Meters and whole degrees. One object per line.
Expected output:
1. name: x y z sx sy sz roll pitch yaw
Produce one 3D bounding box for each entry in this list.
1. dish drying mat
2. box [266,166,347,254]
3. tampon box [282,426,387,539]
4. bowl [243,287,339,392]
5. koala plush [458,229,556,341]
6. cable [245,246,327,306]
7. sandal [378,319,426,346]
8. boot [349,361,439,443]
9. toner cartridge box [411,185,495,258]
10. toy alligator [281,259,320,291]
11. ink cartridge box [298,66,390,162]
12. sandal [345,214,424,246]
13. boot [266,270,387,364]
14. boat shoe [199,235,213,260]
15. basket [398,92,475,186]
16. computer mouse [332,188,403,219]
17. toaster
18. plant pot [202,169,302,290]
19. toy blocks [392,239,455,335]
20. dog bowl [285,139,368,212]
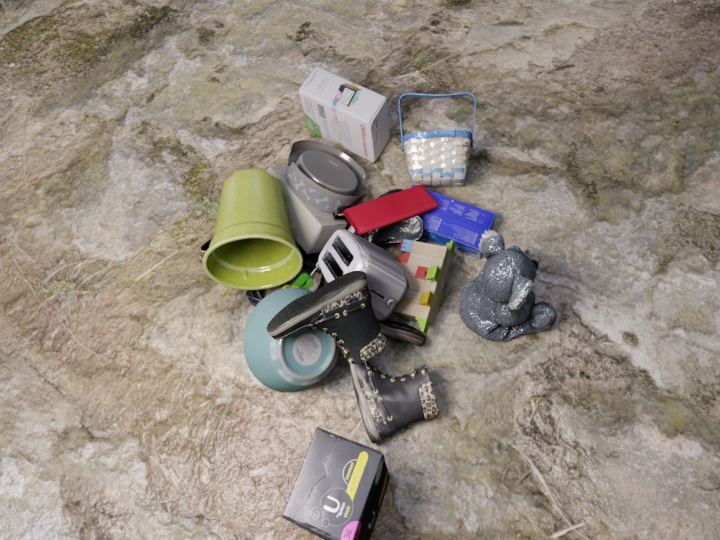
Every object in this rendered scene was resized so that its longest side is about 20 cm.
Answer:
1. dish drying mat: 0.065 -0.129 1.352 0.196 0.019 0.077 -20 50 -23
2. box: -0.129 -0.135 1.403 0.094 0.079 0.201 -8 50 -50
3. tampon box: -0.033 0.382 1.093 0.123 0.201 0.153 16 67 14
4. bowl: -0.116 0.138 1.217 0.195 0.104 0.208 -1 91 -25
5. koala plush: 0.278 0.030 1.228 0.179 0.201 0.181 -21 63 -4
6. cable: -0.152 0.024 1.365 0.193 0.051 0.168 -7 64 4
7. sandal: 0.036 0.121 1.294 0.195 0.082 0.056 20 102 5
8. boot: 0.060 0.213 1.235 0.146 0.074 0.205 -16 67 0
9. toner cartridge box: 0.185 -0.107 1.393 0.195 0.043 0.097 22 69 17
10. toy alligator: -0.128 0.050 1.297 0.199 0.059 0.055 -39 106 -19
11. ink cartridge box: -0.033 -0.360 1.483 0.197 0.146 0.085 28 70 19
12. sandal: 0.038 -0.084 1.371 0.195 0.048 0.078 -12 81 17
13. boot: -0.053 0.111 1.149 0.200 0.157 0.073 -28 22 -11
14. boat shoe: -0.266 -0.075 1.413 0.198 0.073 0.073 -37 65 -11
15. basket: 0.167 -0.292 1.420 0.170 0.139 0.207 2 91 7
16. computer mouse: 0.026 -0.135 1.389 0.196 0.059 0.035 -19 73 -28
17. toaster: 0.000 0.000 1.272 0.115 0.128 0.201 -52 36 13
18. plant pot: -0.219 -0.093 1.301 0.194 0.202 0.189 -8 61 2
19. toy blocks: 0.103 0.020 1.322 0.133 0.100 0.205 11 75 26
20. dog bowl: -0.076 -0.204 1.408 0.196 0.059 0.203 23 33 -16
